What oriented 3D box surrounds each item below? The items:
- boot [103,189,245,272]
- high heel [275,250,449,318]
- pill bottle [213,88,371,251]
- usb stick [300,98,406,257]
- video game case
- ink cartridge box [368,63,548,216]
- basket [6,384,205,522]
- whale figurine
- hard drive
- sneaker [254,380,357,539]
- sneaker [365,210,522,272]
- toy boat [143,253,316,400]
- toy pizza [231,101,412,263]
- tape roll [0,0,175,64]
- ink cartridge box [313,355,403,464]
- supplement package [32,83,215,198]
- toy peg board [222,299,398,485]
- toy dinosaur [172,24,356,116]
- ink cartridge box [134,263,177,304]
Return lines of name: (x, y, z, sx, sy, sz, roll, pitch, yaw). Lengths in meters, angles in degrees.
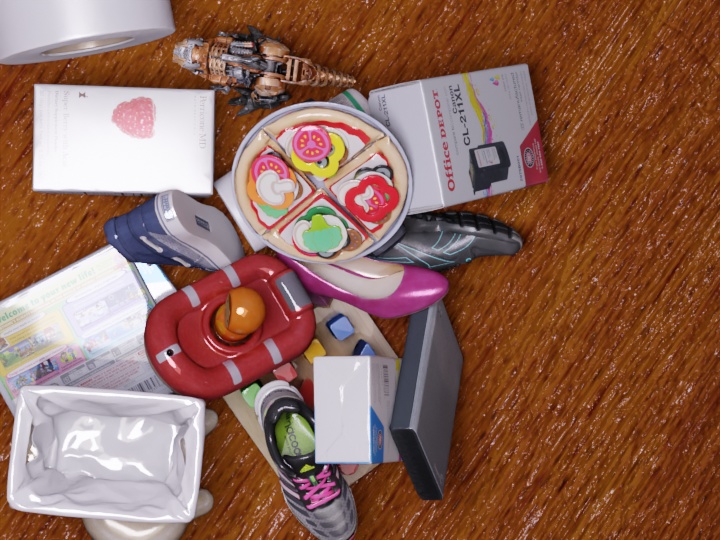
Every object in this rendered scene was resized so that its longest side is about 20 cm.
boot: (-0.208, -0.034, 1.691, 0.090, 0.200, 0.073, -20, 65, 15)
high heel: (0.000, 0.000, 1.700, 0.096, 0.199, 0.067, 58, 47, -43)
pill bottle: (-0.062, -0.114, 1.723, 0.200, 0.113, 0.113, -32, 96, -4)
usb stick: (-0.017, -0.101, 1.661, 0.055, 0.033, 0.200, -36, 115, -2)
video game case: (-0.316, 0.090, 1.680, 0.200, 0.022, 0.182, -28, 97, -4)
ink cartridge box: (0.115, -0.151, 1.706, 0.200, 0.083, 0.146, -16, 97, -46)
basket: (-0.273, 0.196, 1.614, 0.199, 0.123, 0.136, 6, 86, -8)
whale figurine: (-0.244, 0.242, 1.739, 0.159, 0.104, 0.200, 26, 66, 1)
hard drive: (0.077, 0.141, 1.696, 0.033, 0.200, 0.140, -3, 138, 18)
sneaker: (-0.060, 0.220, 1.655, 0.074, 0.087, 0.200, -24, 96, -5)
sneaker: (0.092, -0.031, 1.776, 0.199, 0.075, 0.080, 6, 106, -1)
toy boat: (-0.140, 0.056, 1.637, 0.200, 0.131, 0.131, -28, 81, -22)
toy pizza: (-0.043, -0.089, 1.627, 0.199, 0.032, 0.201, 1, 121, 2)
tape roll: (-0.308, -0.280, 1.640, 0.202, 0.202, 0.071, -11, 95, -6)
ink cartridge box: (0.013, 0.156, 1.660, 0.067, 0.200, 0.117, -3, 83, 19)
supplement package: (-0.267, -0.146, 1.692, 0.199, 0.120, 0.122, 1, 91, -7)
toy peg board: (-0.036, 0.158, 1.748, 0.199, 0.098, 0.200, -35, 97, -4)
toy dinosaur: (-0.113, -0.225, 1.699, 0.200, 0.136, 0.102, 29, 88, -7)
ink cartridge box: (-0.304, 0.067, 1.725, 0.200, 0.067, 0.116, -36, 97, -4)
